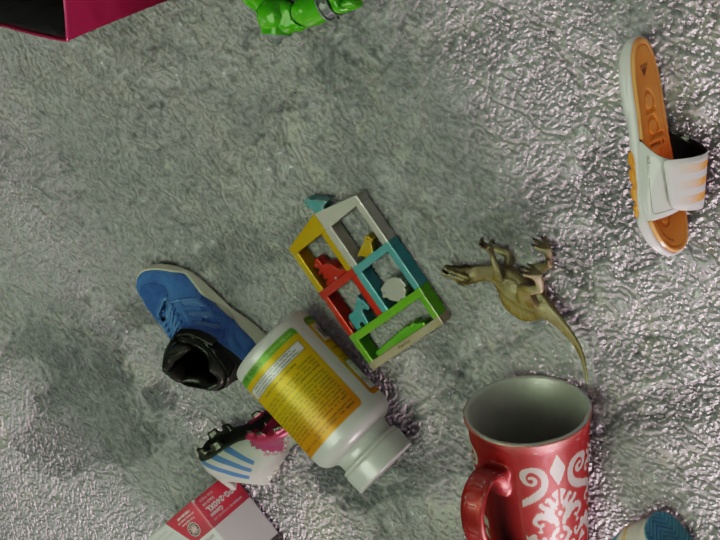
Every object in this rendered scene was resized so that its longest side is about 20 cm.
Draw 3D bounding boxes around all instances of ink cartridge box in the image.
[{"bbox_3d":[-0.166,0.385,1.948,0.201,0.083,0.145,51,131,4],"label":"ink cartridge box"}]

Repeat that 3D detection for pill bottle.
[{"bbox_3d":[-0.039,0.153,1.719,0.200,0.111,0.111,46,131,8],"label":"pill bottle"}]

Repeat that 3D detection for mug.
[{"bbox_3d":[0.164,0.237,1.584,0.133,0.176,0.202,41,144,55],"label":"mug"}]

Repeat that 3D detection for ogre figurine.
[{"bbox_3d":[-0.089,-0.323,1.529,0.120,0.098,0.200,-38,99,30],"label":"ogre figurine"}]

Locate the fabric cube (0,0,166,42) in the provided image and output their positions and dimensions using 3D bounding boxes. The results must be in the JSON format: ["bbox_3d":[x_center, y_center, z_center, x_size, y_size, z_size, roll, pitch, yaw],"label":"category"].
[{"bbox_3d":[-0.326,-0.379,1.604,0.198,0.199,0.199,16,122,29],"label":"fabric cube"}]

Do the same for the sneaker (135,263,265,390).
[{"bbox_3d":[-0.216,0.071,1.807,0.199,0.111,0.077,36,129,17],"label":"sneaker"}]

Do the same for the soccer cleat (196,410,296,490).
[{"bbox_3d":[-0.116,0.219,1.848,0.199,0.070,0.087,-22,114,43],"label":"soccer cleat"}]

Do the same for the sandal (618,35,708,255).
[{"bbox_3d":[0.283,-0.112,1.373,0.059,0.079,0.209,-1,110,39],"label":"sandal"}]

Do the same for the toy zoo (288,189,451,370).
[{"bbox_3d":[0.000,0.000,1.674,0.131,0.020,0.201,-36,89,42],"label":"toy zoo"}]

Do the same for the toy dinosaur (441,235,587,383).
[{"bbox_3d":[0.175,0.021,1.548,0.199,0.058,0.102,34,144,27],"label":"toy dinosaur"}]

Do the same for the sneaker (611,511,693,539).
[{"bbox_3d":[0.338,0.351,1.576,0.081,0.076,0.202,-36,83,50],"label":"sneaker"}]
